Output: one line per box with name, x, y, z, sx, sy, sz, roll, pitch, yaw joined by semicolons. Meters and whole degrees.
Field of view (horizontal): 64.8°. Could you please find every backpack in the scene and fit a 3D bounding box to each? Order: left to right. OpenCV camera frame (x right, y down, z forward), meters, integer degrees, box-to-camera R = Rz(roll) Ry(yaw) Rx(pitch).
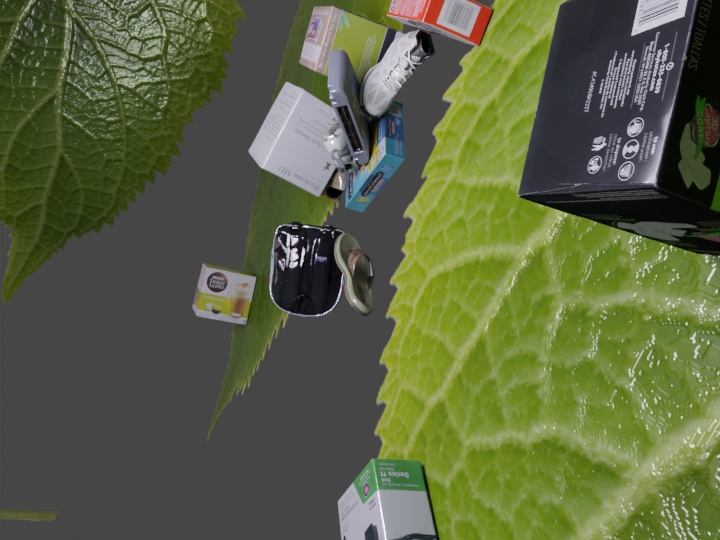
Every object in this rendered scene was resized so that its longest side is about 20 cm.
backpack;-0.114;0.003;1.270;0.151;0.177;0.201;88;-172;-86

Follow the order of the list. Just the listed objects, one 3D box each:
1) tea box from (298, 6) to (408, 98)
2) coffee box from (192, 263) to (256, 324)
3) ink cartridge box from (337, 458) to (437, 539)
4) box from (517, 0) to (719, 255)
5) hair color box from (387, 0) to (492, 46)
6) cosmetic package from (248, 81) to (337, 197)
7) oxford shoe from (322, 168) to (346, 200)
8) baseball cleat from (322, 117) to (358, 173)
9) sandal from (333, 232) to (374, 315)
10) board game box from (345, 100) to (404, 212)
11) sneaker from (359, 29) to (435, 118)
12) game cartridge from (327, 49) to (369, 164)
tea box;-0.014;-0.484;1.251;0.200;0.196;0.134;-122;48;-62
coffee box;-0.552;0.090;2.293;0.200;0.199;0.199;-166;89;-69
ink cartridge box;0.039;0.388;0.783;0.200;0.083;0.147;-101;31;-45
box;0.237;-0.098;0.387;0.124;0.199;0.149;-167;90;-68
hair color box;0.130;-0.446;0.982;0.200;0.110;0.064;-116;44;-59
cosmetic package;-0.141;-0.319;1.379;0.201;0.167;0.166;-60;31;10
oxford shoe;-0.085;-0.215;1.458;0.200;0.070;0.075;164;114;-66
baseball cleat;-0.036;-0.272;1.236;0.200;0.069;0.107;-65;-41;-58
sandal;0.001;0.001;1.130;0.057;0.080;0.201;-43;43;28
board game box;0.027;-0.243;1.220;0.200;0.047;0.152;133;143;-53
sneaker;0.072;-0.393;1.102;0.201;0.076;0.115;-61;21;-13
game cartridge;-0.019;-0.325;1.122;0.200;0.041;0.134;62;-153;-56
